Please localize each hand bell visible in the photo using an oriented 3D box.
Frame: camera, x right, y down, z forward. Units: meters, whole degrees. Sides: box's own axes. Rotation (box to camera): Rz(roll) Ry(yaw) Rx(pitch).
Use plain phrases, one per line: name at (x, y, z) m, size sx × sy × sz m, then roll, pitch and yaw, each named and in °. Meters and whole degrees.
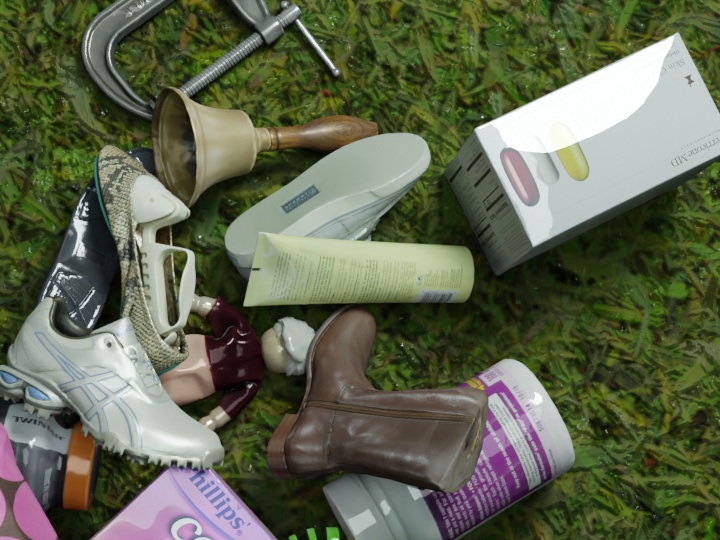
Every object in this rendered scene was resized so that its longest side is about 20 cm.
hand bell at (-0.072, -0.115, 1.255) m, size 0.198 × 0.104 × 0.105 m, roll -8°, pitch 81°, yaw -28°

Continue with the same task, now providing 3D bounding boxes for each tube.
tube at (0.000, 0.000, 1.242) m, size 0.198 × 0.052 × 0.059 m, roll 0°, pitch 85°, yaw -19°

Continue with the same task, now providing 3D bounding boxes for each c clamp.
c clamp at (-0.144, -0.201, 1.295) m, size 0.199 × 0.027 × 0.172 m, roll -32°, pitch 86°, yaw -10°

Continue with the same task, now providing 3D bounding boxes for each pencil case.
pencil case at (-0.271, 0.214, 1.088) m, size 0.090 × 0.093 × 0.202 m, roll -22°, pitch 86°, yaw -51°

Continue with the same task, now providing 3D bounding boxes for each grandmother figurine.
grandmother figurine at (-0.131, 0.078, 1.240) m, size 0.198 × 0.061 × 0.123 m, roll -10°, pitch 106°, yaw -10°

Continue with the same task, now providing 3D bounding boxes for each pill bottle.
pill bottle at (-0.315, 0.150, 1.183) m, size 0.198 × 0.106 × 0.107 m, roll 8°, pitch 80°, yaw -4°
pill bottle at (0.072, 0.168, 1.214) m, size 0.199 × 0.112 × 0.113 m, roll -30°, pitch 85°, yaw -10°

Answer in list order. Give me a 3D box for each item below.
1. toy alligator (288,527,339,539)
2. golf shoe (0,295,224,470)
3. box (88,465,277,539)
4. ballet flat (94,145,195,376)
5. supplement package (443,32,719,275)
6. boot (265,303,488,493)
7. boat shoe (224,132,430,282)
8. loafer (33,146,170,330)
toy alligator at (-0.074, 0.244, 1.117) m, size 0.198 × 0.059 × 0.055 m, roll -21°, pitch 83°, yaw -9°
golf shoe at (-0.189, 0.089, 1.129) m, size 0.198 × 0.078 × 0.098 m, roll 24°, pitch 94°, yaw 10°
box at (-0.154, 0.279, 1.183) m, size 0.200 × 0.097 × 0.176 m, roll -42°, pitch 87°, yaw -11°
ballet flat at (-0.170, -0.014, 1.190) m, size 0.075 × 0.068 × 0.202 m, roll -16°, pitch 77°, yaw 30°
supplement package at (0.194, -0.096, 1.245) m, size 0.199 × 0.156 × 0.112 m, roll -26°, pitch 85°, yaw -9°
boot at (0.036, 0.099, 1.170) m, size 0.064 × 0.199 × 0.187 m, roll 48°, pitch 52°, yaw -34°
boat shoe at (-0.024, -0.050, 1.266) m, size 0.200 × 0.072 × 0.070 m, roll -30°, pitch 46°, yaw -5°
loafer at (-0.231, -0.020, 1.240) m, size 0.072 × 0.063 × 0.201 m, roll 35°, pitch 61°, yaw -18°
